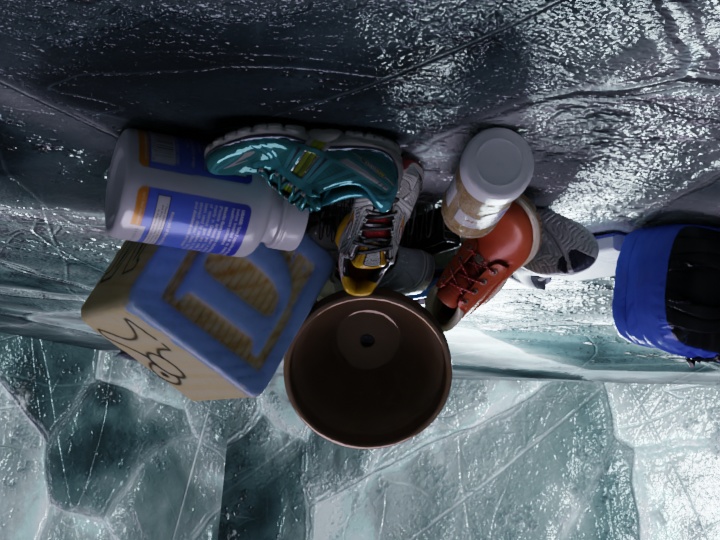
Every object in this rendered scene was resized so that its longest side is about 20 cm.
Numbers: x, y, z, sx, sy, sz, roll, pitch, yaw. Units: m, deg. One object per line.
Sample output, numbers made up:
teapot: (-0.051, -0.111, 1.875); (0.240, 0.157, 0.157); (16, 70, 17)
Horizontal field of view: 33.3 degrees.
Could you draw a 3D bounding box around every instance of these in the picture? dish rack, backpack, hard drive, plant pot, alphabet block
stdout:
dish rack: (0.008, -0.060, 1.428); (0.197, 0.055, 0.153); (9, 168, -21)
backpack: (0.389, 0.033, 1.451); (0.198, 0.165, 0.167); (10, 170, -36)
hard drive: (0.312, -0.017, 1.610); (0.130, 0.026, 0.199); (11, 168, -32)
plant pot: (0.008, 0.103, 1.429); (0.197, 0.204, 0.093); (5, -158, -3)
alphabet block: (-0.180, 0.021, 1.402); (0.195, 0.198, 0.199); (40, 157, -20)

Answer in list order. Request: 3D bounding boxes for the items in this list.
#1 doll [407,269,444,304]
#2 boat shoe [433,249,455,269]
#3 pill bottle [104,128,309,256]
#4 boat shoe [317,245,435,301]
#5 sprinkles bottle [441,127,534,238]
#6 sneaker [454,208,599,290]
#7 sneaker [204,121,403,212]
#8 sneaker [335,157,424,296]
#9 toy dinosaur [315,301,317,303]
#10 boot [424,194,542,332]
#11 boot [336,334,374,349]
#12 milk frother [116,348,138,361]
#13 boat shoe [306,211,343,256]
doll: (0.061, 0.023, 1.539); (0.197, 0.049, 0.136); (-5, -178, 22)
boat shoe: (0.085, -0.014, 1.623); (0.197, 0.073, 0.066); (1, 165, -9)
pill bottle: (-0.157, -0.075, 1.249); (0.197, 0.114, 0.112); (9, 169, -22)
boat shoe: (0.000, 0.001, 1.456); (0.071, 0.071, 0.199); (24, 156, -37)
sprinkles bottle: (0.123, -0.083, 1.199); (0.067, 0.069, 0.200); (5, 171, -1)
sneaker: (0.226, -0.022, 1.469); (0.197, 0.081, 0.129); (-4, 168, 43)
sneaker: (-0.057, -0.097, 1.170); (0.197, 0.081, 0.078); (5, 170, 5)
sneaker: (0.022, -0.047, 1.293); (0.077, 0.083, 0.201); (7, 142, -8)
toy dinosaur: (-0.136, 0.050, 1.626); (0.180, 0.107, 0.199); (-19, -154, -29)
boot: (0.137, -0.004, 1.375); (0.107, 0.075, 0.201); (-37, 162, -38)
boot: (-0.032, 0.100, 1.510); (0.197, 0.092, 0.073); (-2, -170, 1)
milk frother: (-0.242, 0.041, 1.731); (0.197, 0.191, 0.180); (7, 171, -12)
boat shoe: (-0.042, -0.044, 1.523); (0.197, 0.073, 0.069); (15, 146, -21)
